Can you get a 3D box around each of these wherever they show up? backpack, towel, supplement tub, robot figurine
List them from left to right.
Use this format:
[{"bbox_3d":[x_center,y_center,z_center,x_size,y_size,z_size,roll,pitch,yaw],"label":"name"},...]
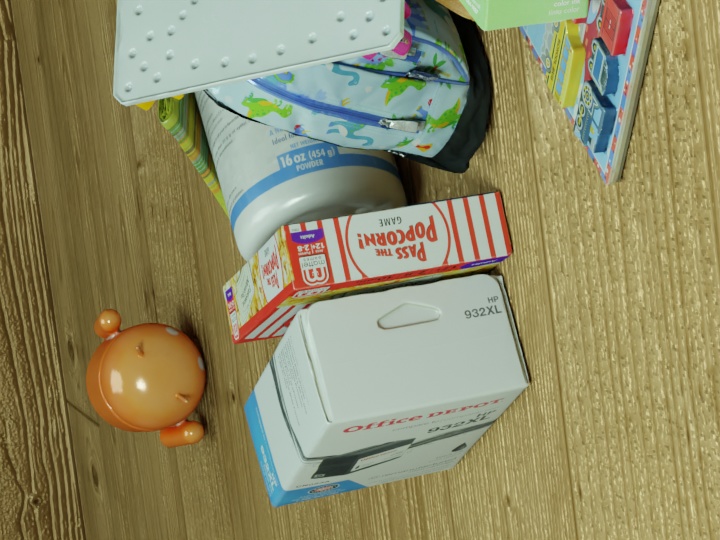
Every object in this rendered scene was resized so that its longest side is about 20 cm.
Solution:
[{"bbox_3d":[-0.228,0.116,2.467,0.200,0.116,0.144,162,110,-74],"label":"robot figurine"},{"bbox_3d":[-0.100,-0.061,1.759,0.200,0.018,0.086,58,-163,-31],"label":"towel"},{"bbox_3d":[-0.051,-0.110,1.716,0.132,0.131,0.201,112,145,-60],"label":"supplement tub"},{"bbox_3d":[-0.022,-0.152,1.475,0.154,0.199,0.164,114,145,-44],"label":"backpack"}]

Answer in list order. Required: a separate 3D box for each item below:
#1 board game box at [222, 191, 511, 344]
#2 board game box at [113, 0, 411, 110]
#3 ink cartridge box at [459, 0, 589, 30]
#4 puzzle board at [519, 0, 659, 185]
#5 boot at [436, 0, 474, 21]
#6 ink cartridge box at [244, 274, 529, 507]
[{"bbox_3d":[0.000,0.000,1.571,0.200,0.151,0.046,140,120,-72],"label":"board game box"},{"bbox_3d":[-0.056,-0.205,1.374,0.026,0.199,0.201,28,-121,-55],"label":"board game box"},{"bbox_3d":[0.083,-0.247,1.250,0.117,0.067,0.201,-120,27,-51],"label":"ink cartridge box"},{"bbox_3d":[0.126,-0.171,1.290,0.200,0.017,0.151,98,157,-43],"label":"puzzle board"},{"bbox_3d":[0.037,-0.257,1.425,0.201,0.071,0.144,55,140,40],"label":"boot"},{"bbox_3d":[0.014,0.084,1.576,0.200,0.145,0.084,121,136,-65],"label":"ink cartridge box"}]
